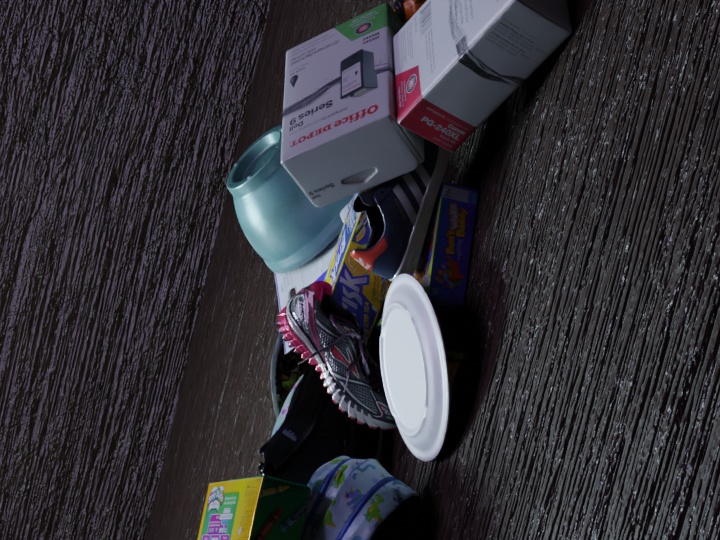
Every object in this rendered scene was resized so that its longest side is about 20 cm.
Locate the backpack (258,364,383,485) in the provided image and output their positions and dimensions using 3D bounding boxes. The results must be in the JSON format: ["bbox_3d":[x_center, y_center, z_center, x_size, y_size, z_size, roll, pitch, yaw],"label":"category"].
[{"bbox_3d":[-0.046,0.217,1.576,0.127,0.165,0.202,120,165,-54],"label":"backpack"}]

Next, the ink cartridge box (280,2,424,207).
[{"bbox_3d":[-0.009,-0.189,1.457,0.145,0.084,0.202,-22,43,21],"label":"ink cartridge box"}]

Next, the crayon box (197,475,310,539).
[{"bbox_3d":[-0.123,0.290,1.383,0.200,0.058,0.120,154,129,-65],"label":"crayon box"}]

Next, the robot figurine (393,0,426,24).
[{"bbox_3d":[0.037,-0.331,1.806,0.059,0.144,0.200,65,166,0],"label":"robot figurine"}]

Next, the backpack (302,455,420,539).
[{"bbox_3d":[-0.015,0.301,1.384,0.154,0.162,0.201,48,124,20],"label":"backpack"}]

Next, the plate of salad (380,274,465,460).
[{"bbox_3d":[0.066,0.104,1.392,0.200,0.047,0.203,173,90,-72],"label":"plate of salad"}]

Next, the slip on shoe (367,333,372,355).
[{"bbox_3d":[-0.012,0.059,1.752,0.076,0.060,0.202,-28,43,29],"label":"slip on shoe"}]

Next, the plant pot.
[{"bbox_3d":[-0.103,-0.116,1.795,0.200,0.134,0.201,-38,25,21],"label":"plant pot"}]

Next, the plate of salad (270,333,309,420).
[{"bbox_3d":[-0.066,0.170,1.733,0.200,0.047,0.203,-11,-90,-68],"label":"plate of salad"}]

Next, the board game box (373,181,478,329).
[{"bbox_3d":[0.075,-0.010,1.506,0.200,0.044,0.136,143,138,-69],"label":"board game box"}]

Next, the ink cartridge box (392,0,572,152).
[{"bbox_3d":[0.125,-0.248,1.348,0.200,0.083,0.147,-43,33,37],"label":"ink cartridge box"}]

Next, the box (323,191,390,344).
[{"bbox_3d":[0.000,0.000,1.555,0.065,0.069,0.202,-95,23,-58],"label":"box"}]

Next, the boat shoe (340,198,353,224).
[{"bbox_3d":[0.037,-0.105,1.644,0.086,0.075,0.202,-46,-2,22],"label":"boat shoe"}]

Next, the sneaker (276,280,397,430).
[{"bbox_3d":[-0.014,0.103,1.504,0.075,0.200,0.081,-46,-7,25],"label":"sneaker"}]

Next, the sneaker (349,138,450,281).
[{"bbox_3d":[0.041,-0.092,1.442,0.075,0.084,0.203,149,138,-71],"label":"sneaker"}]

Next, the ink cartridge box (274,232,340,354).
[{"bbox_3d":[-0.028,0.004,1.721,0.199,0.043,0.199,-39,31,18],"label":"ink cartridge box"}]
